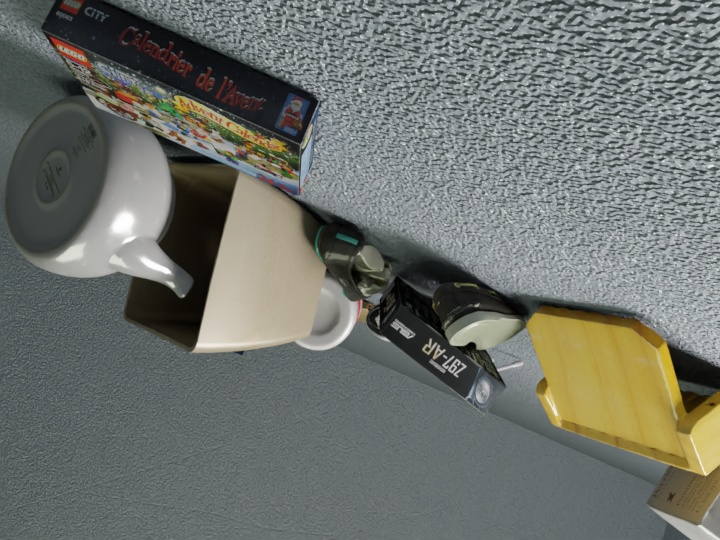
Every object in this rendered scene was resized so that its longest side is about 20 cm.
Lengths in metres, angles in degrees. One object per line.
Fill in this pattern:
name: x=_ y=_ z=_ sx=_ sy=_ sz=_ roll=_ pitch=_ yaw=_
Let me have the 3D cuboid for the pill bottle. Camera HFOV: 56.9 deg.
pill bottle: x=-0.054 y=0.052 z=1.030 sx=0.111 sy=0.114 sz=0.200 roll=22 pitch=-176 yaw=3

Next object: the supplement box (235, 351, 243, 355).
supplement box: x=-0.549 y=0.209 z=2.714 sx=0.198 sy=0.202 sz=0.134 roll=17 pitch=169 yaw=29

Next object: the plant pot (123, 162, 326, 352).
plant pot: x=-0.150 y=-0.006 z=0.819 sx=0.176 sy=0.203 sz=0.198 roll=17 pitch=176 yaw=-42

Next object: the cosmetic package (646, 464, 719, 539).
cosmetic package: x=0.495 y=0.286 z=0.824 sx=0.165 sy=0.168 sz=0.200 roll=35 pitch=173 yaw=13

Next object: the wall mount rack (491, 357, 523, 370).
wall mount rack: x=0.192 y=0.161 z=1.235 sx=0.172 sy=0.075 sz=0.200 roll=29 pitch=169 yaw=-12

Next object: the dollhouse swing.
dollhouse swing: x=0.318 y=0.106 z=0.768 sx=0.180 sy=0.179 sz=0.199 roll=-20 pitch=-165 yaw=-31

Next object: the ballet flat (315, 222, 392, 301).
ballet flat: x=0.000 y=0.000 z=0.845 sx=0.067 sy=0.069 sz=0.200 roll=10 pitch=167 yaw=17

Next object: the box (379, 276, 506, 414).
box: x=0.098 y=0.087 z=0.857 sx=0.159 sy=0.044 sz=0.200 roll=38 pitch=-172 yaw=-5

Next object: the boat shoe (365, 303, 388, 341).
boat shoe: x=0.060 y=0.076 z=1.061 sx=0.067 sy=0.075 sz=0.198 roll=24 pitch=171 yaw=-33

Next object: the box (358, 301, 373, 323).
box: x=-0.028 y=0.077 z=1.411 sx=0.198 sy=0.022 sz=0.163 roll=18 pitch=168 yaw=34

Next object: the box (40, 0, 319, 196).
box: x=-0.131 y=-0.132 z=0.529 sx=0.197 sy=0.038 sz=0.137 roll=24 pitch=170 yaw=-2

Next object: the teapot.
teapot: x=-0.273 y=-0.083 z=0.722 sx=0.195 sy=0.204 sz=0.145 roll=3 pitch=172 yaw=30

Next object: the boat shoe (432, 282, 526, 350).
boat shoe: x=0.147 y=0.053 z=0.806 sx=0.200 sy=0.071 sz=0.061 roll=18 pitch=-140 yaw=-61
